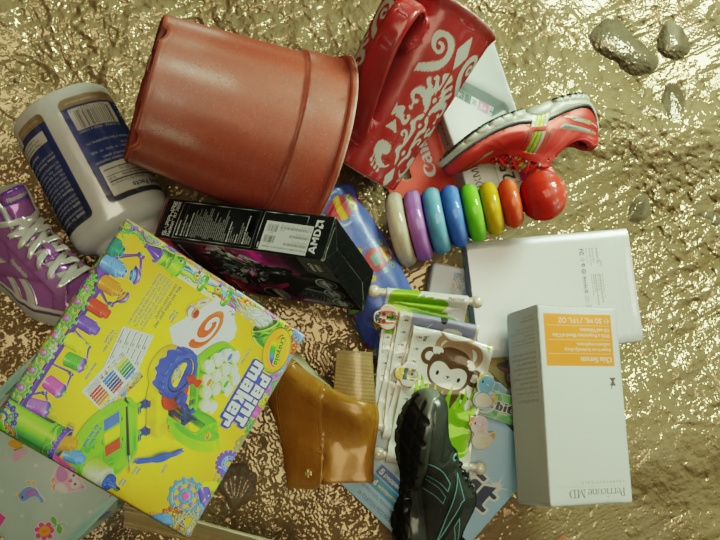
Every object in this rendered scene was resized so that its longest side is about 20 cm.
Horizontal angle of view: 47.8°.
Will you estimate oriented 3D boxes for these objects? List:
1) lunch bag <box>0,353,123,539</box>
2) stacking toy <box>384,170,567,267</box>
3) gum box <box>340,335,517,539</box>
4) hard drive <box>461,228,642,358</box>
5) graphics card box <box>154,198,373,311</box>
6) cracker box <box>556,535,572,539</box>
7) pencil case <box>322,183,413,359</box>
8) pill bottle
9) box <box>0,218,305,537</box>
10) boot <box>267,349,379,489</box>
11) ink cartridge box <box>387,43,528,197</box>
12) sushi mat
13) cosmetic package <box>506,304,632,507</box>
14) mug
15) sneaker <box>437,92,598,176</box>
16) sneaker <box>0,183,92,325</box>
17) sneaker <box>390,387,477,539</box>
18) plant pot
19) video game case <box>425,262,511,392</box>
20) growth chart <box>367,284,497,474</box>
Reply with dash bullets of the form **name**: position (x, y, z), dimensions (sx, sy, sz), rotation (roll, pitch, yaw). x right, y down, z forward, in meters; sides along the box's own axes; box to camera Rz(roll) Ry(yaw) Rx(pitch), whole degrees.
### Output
- **lunch bag**: position (-0.295, 0.172, 0.830), dimensions (0.200, 0.122, 0.171), rotation (-44, 89, -5)
- **stacking toy**: position (0.130, -0.068, 0.904), dimensions (0.197, 0.085, 0.087), rotation (-14, 84, 8)
- **gum box**: position (0.091, 0.201, 0.899), dimensions (0.170, 0.045, 0.200), rotation (43, 88, -4)
- **hard drive**: position (0.221, 0.027, 0.942), dimensions (0.197, 0.027, 0.134), rotation (-5, 84, -8)
- **graphics card box**: position (-0.097, -0.016, 0.835), dimensions (0.197, 0.126, 0.052), rotation (7, 67, 23)
- **cracker box**: position (0.212, 0.355, 0.833), dimensions (0.133, 0.200, 0.058), rotation (-37, 89, -10)
- **pencil case**: position (0.000, 0.000, 0.912), dimensions (0.078, 0.087, 0.202), rotation (-29, 88, -36)
- **pill bottle**: position (-0.275, -0.086, 0.869), dimensions (0.110, 0.111, 0.202), rotation (-29, 87, -10)
- **box**: position (-0.188, 0.096, 0.744), dimensions (0.191, 0.122, 0.202), rotation (34, 76, -11)
- **boot**: position (-0.076, 0.154, 0.859), dimensions (0.198, 0.071, 0.147), rotation (2, 83, 21)
- **ink cartridge box**: position (0.105, -0.157, 0.965), dimensions (0.171, 0.044, 0.203), rotation (-17, 85, -11)
- **sushi mat**: position (-0.151, 0.279, 0.849), dimensions (0.197, 0.096, 0.012), rotation (17, 57, -5)
- **cosmetic package**: position (0.219, 0.142, 0.862), dimensions (0.100, 0.071, 0.204), rotation (2, 78, -18)
- **mug**: position (0.028, -0.208, 0.883), dimensions (0.133, 0.176, 0.202), rotation (39, 103, 39)
- **sneaker**: position (0.185, -0.137, 0.917), dimensions (0.197, 0.077, 0.086), rotation (-20, 91, -10)
- **sneaker**: position (-0.327, -0.021, 0.819), dimensions (0.198, 0.116, 0.073), rotation (22, 35, 19)
- **sneaker**: position (0.077, 0.210, 0.835), dimensions (0.078, 0.075, 0.203), rotation (-3, 112, -16)
- **plant pot**: position (-0.129, -0.154, 0.832), dimensions (0.193, 0.200, 0.204), rotation (15, 81, -19)
- **video game case**: position (0.163, 0.100, 0.949), dimensions (0.197, 0.023, 0.185), rotation (12, 82, -6)
- **growth chart**: position (0.077, 0.117, 0.865), dimensions (0.142, 0.018, 0.204), rotation (0, 93, -4)
